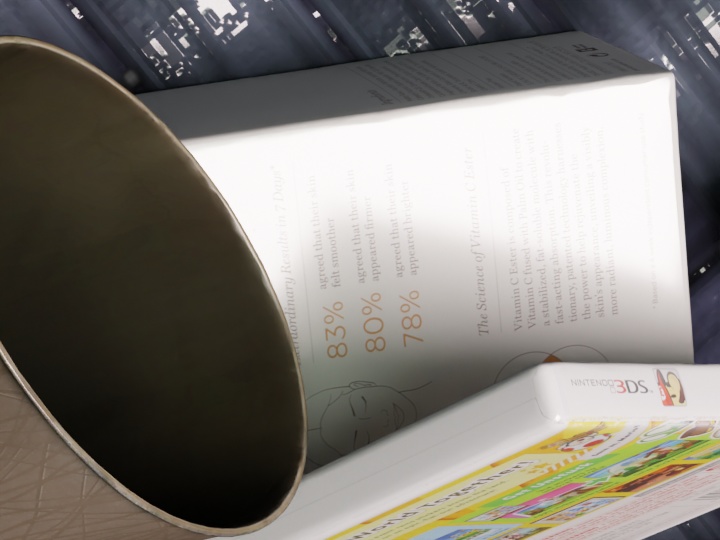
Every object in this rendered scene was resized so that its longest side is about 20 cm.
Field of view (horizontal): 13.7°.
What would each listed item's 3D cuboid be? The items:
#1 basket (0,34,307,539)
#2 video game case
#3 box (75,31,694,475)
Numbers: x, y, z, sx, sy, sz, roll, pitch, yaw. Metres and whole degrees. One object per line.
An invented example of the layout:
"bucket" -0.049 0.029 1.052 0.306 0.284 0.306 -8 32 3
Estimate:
"basket" -0.145 0.038 0.871 0.199 0.136 0.180 -22 144 25
"video game case" 0.046 0.072 0.945 0.182 0.200 0.023 3 67 -47
"box" 0.000 0.000 0.990 0.199 0.097 0.125 -9 104 -12
